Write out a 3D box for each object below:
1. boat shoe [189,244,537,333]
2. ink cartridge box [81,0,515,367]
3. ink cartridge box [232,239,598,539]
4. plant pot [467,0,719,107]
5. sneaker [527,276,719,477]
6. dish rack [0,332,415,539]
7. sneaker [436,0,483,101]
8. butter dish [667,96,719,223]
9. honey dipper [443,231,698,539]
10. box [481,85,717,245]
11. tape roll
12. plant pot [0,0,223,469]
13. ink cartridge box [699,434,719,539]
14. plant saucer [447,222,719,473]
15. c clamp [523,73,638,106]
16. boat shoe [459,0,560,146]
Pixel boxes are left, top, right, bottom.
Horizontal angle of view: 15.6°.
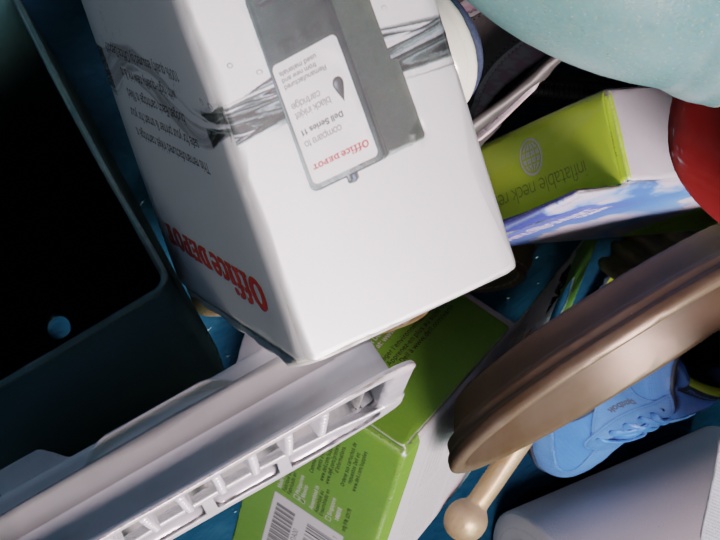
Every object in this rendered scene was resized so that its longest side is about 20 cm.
[{"bbox_3d":[0.000,0.000,1.170,0.199,0.065,0.071,4,156,-38],"label":"boat shoe"},{"bbox_3d":[-0.036,-0.085,0.859,0.083,0.147,0.201,-22,108,-15],"label":"ink cartridge box"},{"bbox_3d":[0.032,0.051,1.295,0.200,0.076,0.148,-48,164,-37],"label":"ink cartridge box"},{"bbox_3d":[0.075,-0.166,0.912,0.133,0.201,0.201,8,140,-8],"label":"plant pot"},{"bbox_3d":[0.148,0.062,1.395,0.066,0.079,0.200,-18,150,-36],"label":"sneaker"},{"bbox_3d":[-0.065,0.067,0.950,0.171,0.044,0.200,-29,175,-5],"label":"dish rack"},{"bbox_3d":[0.007,-0.089,0.996,0.084,0.075,0.200,-25,-168,-24],"label":"sneaker"},{"bbox_3d":[0.181,-0.078,1.018,0.199,0.147,0.201,30,84,-57],"label":"butter dish"},{"bbox_3d":[0.103,0.052,1.319,0.200,0.038,0.038,-56,146,5],"label":"honey dipper"},{"bbox_3d":[0.137,-0.047,1.149,0.199,0.048,0.122,-6,170,-32],"label":"box"},{"bbox_3d":[0.180,0.208,1.520,0.139,0.203,0.203,-22,149,-16],"label":"tape roll"},{"bbox_3d":[-0.138,0.017,1.028,0.141,0.142,0.200,-30,157,0],"label":"plant pot"},{"bbox_3d":[0.222,0.014,1.311,0.200,0.040,0.200,93,18,-56],"label":"ink cartridge box"},{"bbox_3d":[0.120,0.029,1.192,0.200,0.030,0.200,-30,169,-7],"label":"plant saucer"},{"bbox_3d":[0.090,-0.069,1.191,0.199,0.027,0.171,-2,153,-36],"label":"c clamp"},{"bbox_3d":[0.044,-0.090,1.088,0.200,0.067,0.057,-39,165,1],"label":"boat shoe"}]
